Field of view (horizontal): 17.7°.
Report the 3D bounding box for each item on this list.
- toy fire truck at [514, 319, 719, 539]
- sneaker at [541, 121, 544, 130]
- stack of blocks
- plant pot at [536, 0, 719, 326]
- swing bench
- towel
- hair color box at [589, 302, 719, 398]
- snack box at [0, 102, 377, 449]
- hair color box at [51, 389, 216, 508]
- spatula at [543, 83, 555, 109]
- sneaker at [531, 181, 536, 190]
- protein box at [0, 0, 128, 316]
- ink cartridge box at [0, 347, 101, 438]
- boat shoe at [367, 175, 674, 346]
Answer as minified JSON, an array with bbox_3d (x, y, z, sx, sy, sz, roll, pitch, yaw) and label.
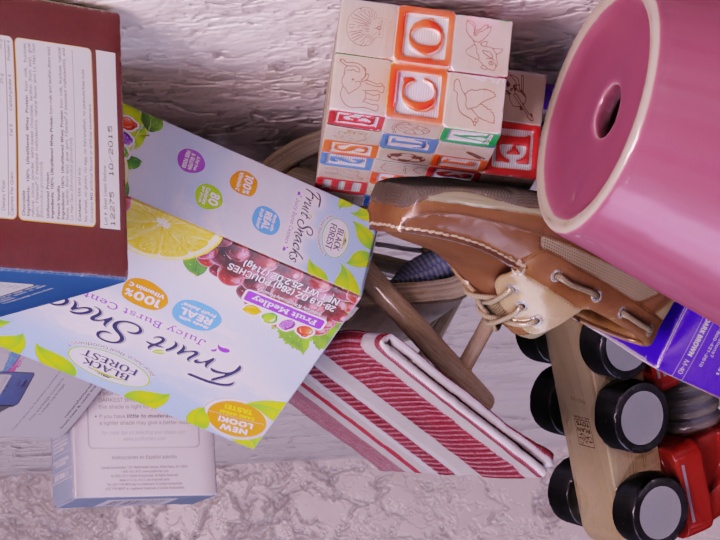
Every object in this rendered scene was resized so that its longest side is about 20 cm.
[{"bbox_3d":[0.210,0.072,1.548,0.199,0.178,0.128,-20,-166,-28],"label":"toy fire truck"},{"bbox_3d":[0.199,-0.063,1.311,0.198,0.081,0.074,-14,168,-1],"label":"sneaker"},{"bbox_3d":[0.038,-0.079,1.213,0.114,0.059,0.200,7,169,-2],"label":"stack of blocks"},{"bbox_3d":[0.193,-0.056,1.133,0.178,0.202,0.200,17,164,-16],"label":"plant pot"},{"bbox_3d":[0.000,0.000,1.448,0.199,0.130,0.199,31,166,-5],"label":"swing bench"},{"bbox_3d":[0.014,0.078,1.392,0.144,0.023,0.200,38,160,-23],"label":"towel"},{"bbox_3d":[0.222,0.044,1.377,0.199,0.065,0.109,22,-173,-36],"label":"hair color box"},{"bbox_3d":[-0.113,0.000,1.286,0.199,0.068,0.169,24,139,-10],"label":"snack box"},{"bbox_3d":[-0.155,0.054,1.540,0.098,0.202,0.061,1,169,-21],"label":"hair color box"},{"bbox_3d":[0.147,-0.105,1.258,0.198,0.021,0.057,-5,170,8],"label":"spatula"},{"bbox_3d":[0.118,-0.052,1.460,0.086,0.076,0.200,14,170,4],"label":"sneaker"},{"bbox_3d":[-0.250,-0.051,1.118,0.199,0.136,0.198,5,167,-40],"label":"protein box"},{"bbox_3d":[-0.263,0.023,1.425,0.088,0.146,0.199,-49,151,22],"label":"ink cartridge box"},{"bbox_3d":[0.092,-0.001,1.203,0.199,0.075,0.075,12,179,-32],"label":"boat shoe"}]
